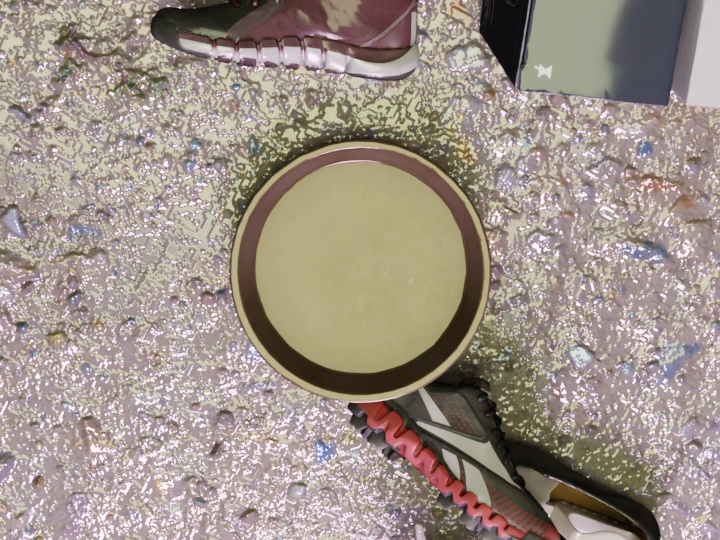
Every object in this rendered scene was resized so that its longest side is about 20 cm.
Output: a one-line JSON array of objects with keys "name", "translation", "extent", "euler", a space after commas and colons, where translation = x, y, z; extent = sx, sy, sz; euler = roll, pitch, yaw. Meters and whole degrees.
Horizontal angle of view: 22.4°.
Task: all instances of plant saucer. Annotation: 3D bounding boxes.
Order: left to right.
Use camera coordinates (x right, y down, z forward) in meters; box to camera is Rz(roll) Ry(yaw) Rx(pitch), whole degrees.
[{"name": "plant saucer", "translation": [0.000, 0.000, 1.381], "extent": [0.199, 0.029, 0.201], "euler": [0, 97, 1]}]

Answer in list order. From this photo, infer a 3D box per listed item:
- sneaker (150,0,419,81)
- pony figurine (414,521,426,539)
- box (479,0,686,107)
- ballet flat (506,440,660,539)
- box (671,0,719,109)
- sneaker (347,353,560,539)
[{"name": "sneaker", "translation": [-0.049, -0.205, 1.311], "extent": [0.199, 0.076, 0.116], "euler": [4, 103, -16]}, {"name": "pony figurine", "translation": [0.077, 0.294, 1.448], "extent": [0.199, 0.167, 0.194], "euler": [13, 109, -30]}, {"name": "box", "translation": [0.153, -0.211, 1.247], "extent": [0.106, 0.200, 0.149], "euler": [6, 108, -5]}, {"name": "ballet flat", "translation": [0.154, 0.187, 1.447], "extent": [0.199, 0.068, 0.068], "euler": [20, 106, -9]}, {"name": "box", "translation": [0.271, -0.178, 1.264], "extent": [0.124, 0.200, 0.098], "euler": [6, 108, -5]}, {"name": "sneaker", "translation": [0.087, 0.140, 1.398], "extent": [0.200, 0.071, 0.098], "euler": [41, 85, 18]}]
